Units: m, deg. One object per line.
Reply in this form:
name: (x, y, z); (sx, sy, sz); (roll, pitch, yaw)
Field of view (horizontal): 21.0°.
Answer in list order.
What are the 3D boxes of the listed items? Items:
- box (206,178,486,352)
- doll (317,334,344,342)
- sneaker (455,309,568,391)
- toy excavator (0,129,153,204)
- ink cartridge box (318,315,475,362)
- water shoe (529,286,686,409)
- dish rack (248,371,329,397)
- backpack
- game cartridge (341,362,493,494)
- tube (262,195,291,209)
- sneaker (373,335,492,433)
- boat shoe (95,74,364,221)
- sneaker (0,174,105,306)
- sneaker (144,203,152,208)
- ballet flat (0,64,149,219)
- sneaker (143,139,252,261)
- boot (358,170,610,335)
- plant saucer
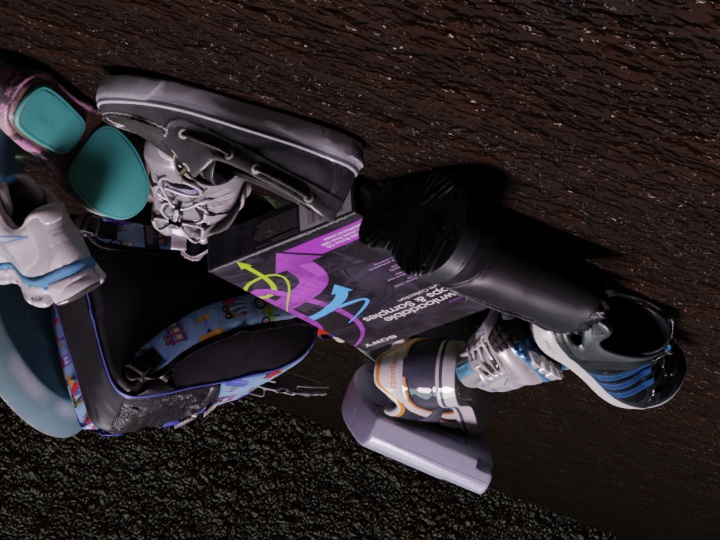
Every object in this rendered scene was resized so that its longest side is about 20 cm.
box: (0.000, 0.000, 1.489); (0.142, 0.036, 0.200); (-21, 149, 32)
doll: (-0.036, 0.046, 1.974); (0.199, 0.049, 0.136); (15, 169, 24)
sneaker: (0.113, 0.069, 1.537); (0.086, 0.075, 0.200); (-25, 169, 10)
toy excavator: (-0.281, -0.097, 1.546); (0.199, 0.101, 0.194); (6, 168, 22)
ink cartridge box: (0.005, 0.062, 1.785); (0.198, 0.051, 0.162); (-6, 167, 6)
water shoe: (0.209, 0.062, 1.487); (0.079, 0.072, 0.199); (-2, 163, 40)
dish rack: (-0.127, 0.071, 1.749); (0.199, 0.055, 0.153); (15, -178, 17)
backpack: (-0.144, 0.035, 1.615); (0.199, 0.183, 0.135); (-10, 155, -26)
game cartridge: (0.048, 0.138, 1.755); (0.133, 0.041, 0.200); (27, -171, -6)
tube: (0.003, -0.017, 1.547); (0.200, 0.058, 0.052); (38, -157, -54)
sneaker: (0.064, 0.095, 1.676); (0.079, 0.079, 0.200); (1, 166, 14)
boat shoe: (-0.095, -0.084, 1.306); (0.199, 0.057, 0.069); (16, 171, 20)
sneaker: (-0.261, -0.035, 1.498); (0.075, 0.087, 0.200); (-26, -159, -29)
sneaker: (-0.184, -0.023, 1.745); (0.070, 0.091, 0.200); (20, 171, -4)
ballet flat: (-0.227, -0.105, 1.471); (0.071, 0.069, 0.200); (35, 176, 31)
sneaker: (-0.122, -0.054, 1.455); (0.074, 0.083, 0.200); (18, 171, 11)
boot: (0.098, -0.004, 1.326); (0.162, 0.074, 0.198); (25, 177, -18)
plant saucer: (-0.274, 0.043, 1.643); (0.027, 0.201, 0.200); (-25, 154, 17)
